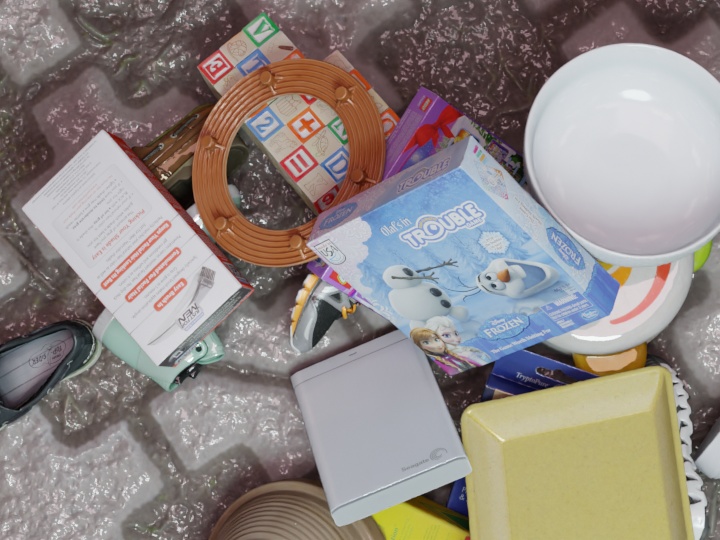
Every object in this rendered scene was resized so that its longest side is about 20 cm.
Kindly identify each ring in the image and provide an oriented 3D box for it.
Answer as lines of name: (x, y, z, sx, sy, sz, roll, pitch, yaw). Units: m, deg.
ring: (-0.071, -0.102, 1.674, 0.199, 0.019, 0.202, -6, 76, 23)

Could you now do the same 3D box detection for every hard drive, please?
hard drive: (0.015, 0.140, 1.676, 0.131, 0.201, 0.027, -22, 127, 1)

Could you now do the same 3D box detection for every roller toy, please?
roller toy: (0.217, -0.008, 1.690, 0.182, 0.140, 0.201, 32, 87, 7)

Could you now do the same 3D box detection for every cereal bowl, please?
cereal bowl: (0.240, -0.095, 1.599, 0.198, 0.083, 0.202, 0, 74, 1)

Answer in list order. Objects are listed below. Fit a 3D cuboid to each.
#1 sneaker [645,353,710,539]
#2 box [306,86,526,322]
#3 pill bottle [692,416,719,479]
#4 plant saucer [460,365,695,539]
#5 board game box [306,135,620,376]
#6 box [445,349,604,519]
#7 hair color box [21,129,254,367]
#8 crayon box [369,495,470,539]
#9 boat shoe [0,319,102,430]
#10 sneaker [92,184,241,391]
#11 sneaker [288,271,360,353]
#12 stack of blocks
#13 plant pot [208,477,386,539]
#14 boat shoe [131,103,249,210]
sneaker: (0.261, 0.159, 1.666, 0.090, 0.067, 0.201, 6, 52, -15)
box: (0.058, -0.051, 1.688, 0.136, 0.039, 0.201, 32, 93, -32)
pill bottle: (0.413, 0.202, 1.666, 0.199, 0.116, 0.116, 37, 87, 6)
plant saucer: (0.194, 0.201, 1.587, 0.198, 0.048, 0.202, -13, 62, 19)
board game box: (0.088, -0.006, 1.580, 0.199, 0.199, 0.044, 43, 48, -21)
box: (0.156, 0.176, 1.680, 0.120, 0.032, 0.201, 19, 115, 6)
hair color box: (-0.207, -0.020, 1.686, 0.111, 0.064, 0.200, -42, 80, 5)
crayon box: (0.061, 0.286, 1.689, 0.199, 0.051, 0.128, 24, 100, 16)
boat shoe: (-0.345, 0.109, 1.750, 0.198, 0.066, 0.075, -26, 83, 1)
sneaker: (-0.154, 0.021, 1.744, 0.118, 0.074, 0.201, 40, 94, 10)
sneaker: (0.000, 0.000, 1.737, 0.077, 0.078, 0.201, 35, 86, 2)
stack of blocks: (-0.052, -0.155, 1.736, 0.115, 0.059, 0.200, -39, 65, -5)
plant pot: (-0.073, 0.297, 1.666, 0.199, 0.093, 0.203, 0, 91, 27)
boat shoe: (-0.204, -0.086, 1.768, 0.199, 0.072, 0.068, -34, 65, 1)
